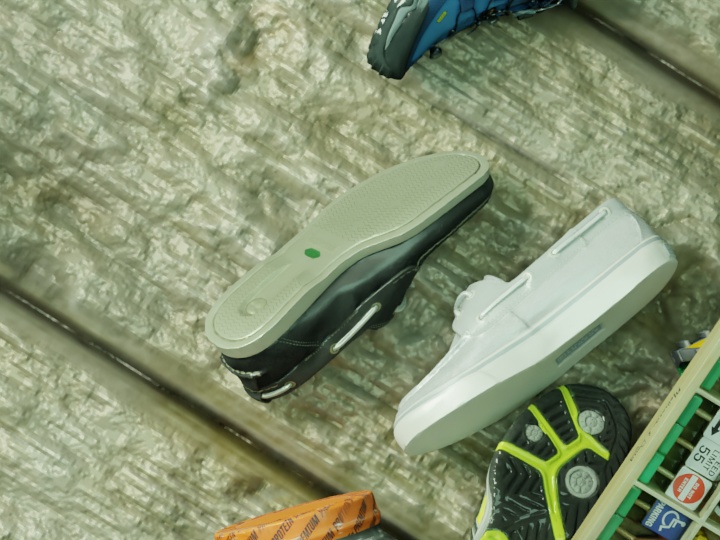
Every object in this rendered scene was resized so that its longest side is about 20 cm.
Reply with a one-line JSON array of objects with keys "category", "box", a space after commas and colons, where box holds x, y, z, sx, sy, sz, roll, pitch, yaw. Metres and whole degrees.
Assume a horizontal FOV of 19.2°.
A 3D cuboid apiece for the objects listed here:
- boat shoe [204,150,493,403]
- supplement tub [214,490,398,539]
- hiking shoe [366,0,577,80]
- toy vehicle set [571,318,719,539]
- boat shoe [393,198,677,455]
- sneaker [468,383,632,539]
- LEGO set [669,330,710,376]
[{"category": "boat shoe", "box": [0.000, 0.000, 1.272, 0.200, 0.072, 0.068, -38, 126, -12]}, {"category": "supplement tub", "box": [-0.013, 0.234, 1.220, 0.122, 0.123, 0.200, -15, 89, -5]}, {"category": "hiking shoe", "box": [0.090, -0.179, 1.273, 0.087, 0.074, 0.200, 44, 85, 0]}, {"category": "toy vehicle set", "box": [0.216, 0.117, 1.187, 0.124, 0.027, 0.200, 30, 105, -5]}, {"category": "boat shoe", "box": [0.093, 0.031, 1.269, 0.200, 0.072, 0.069, -39, 69, 1]}, {"category": "sneaker", "box": [0.095, 0.154, 1.261, 0.075, 0.076, 0.200, 30, 67, 4]}, {"category": "LEGO set", "box": [0.276, 0.087, 1.249, 0.154, 0.116, 0.200, -16, 89, -5]}]
